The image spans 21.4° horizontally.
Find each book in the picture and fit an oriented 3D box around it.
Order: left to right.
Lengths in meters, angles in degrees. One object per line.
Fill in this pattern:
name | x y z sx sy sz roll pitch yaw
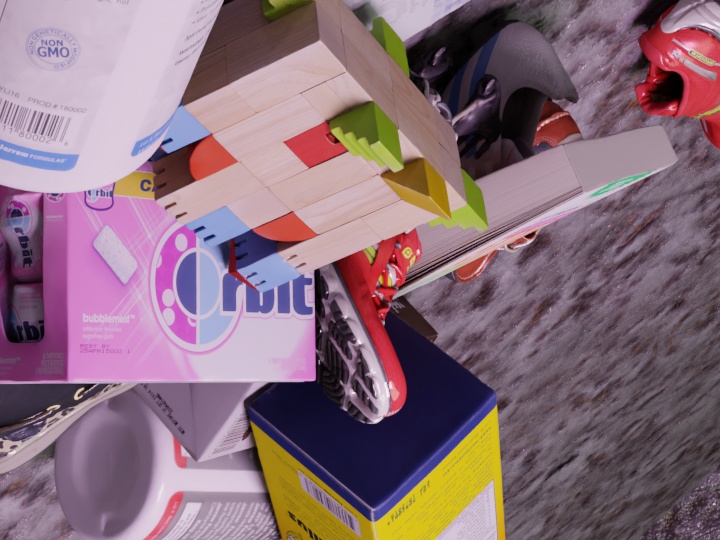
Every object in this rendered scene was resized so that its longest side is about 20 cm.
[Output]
book | 0.087 -0.037 1.215 0.200 0.048 0.133 -27 174 36

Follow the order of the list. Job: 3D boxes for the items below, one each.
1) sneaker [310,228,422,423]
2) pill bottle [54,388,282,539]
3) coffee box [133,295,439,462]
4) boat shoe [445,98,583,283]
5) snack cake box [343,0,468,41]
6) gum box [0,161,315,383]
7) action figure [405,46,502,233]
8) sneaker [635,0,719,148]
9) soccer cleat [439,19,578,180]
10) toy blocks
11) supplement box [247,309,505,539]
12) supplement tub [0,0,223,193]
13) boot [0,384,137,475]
sneaker | 0.000 0.000 1.128 0.085 0.200 0.077 -7 140 -17
pill bottle | -0.097 0.131 1.289 0.200 0.114 0.114 8 129 -46
coffee box | -0.058 0.043 1.238 0.200 0.114 0.080 -11 143 -55
boat shoe | 0.109 -0.050 1.415 0.071 0.063 0.200 -27 156 -37
snack cake box | 0.036 -0.192 0.997 0.200 0.067 0.115 -33 157 -20
gum box | -0.112 0.003 1.016 0.066 0.114 0.200 -4 176 39
action figure | 0.009 -0.080 1.107 0.200 0.119 0.102 -15 134 -61
sneaker | 0.251 -0.145 1.454 0.085 0.077 0.200 -35 149 2
soccer cleat | 0.064 -0.073 1.254 0.070 0.086 0.200 -9 143 -54
toy blocks | -0.043 -0.063 0.949 0.136 0.100 0.200 -22 142 20
supplement box | 0.014 0.131 1.200 0.109 0.109 0.200 -42 151 -21
supplement tub | -0.110 -0.140 0.757 0.132 0.132 0.200 -21 151 -42
boot | -0.173 0.023 1.059 0.203 0.074 0.154 -41 156 -4
